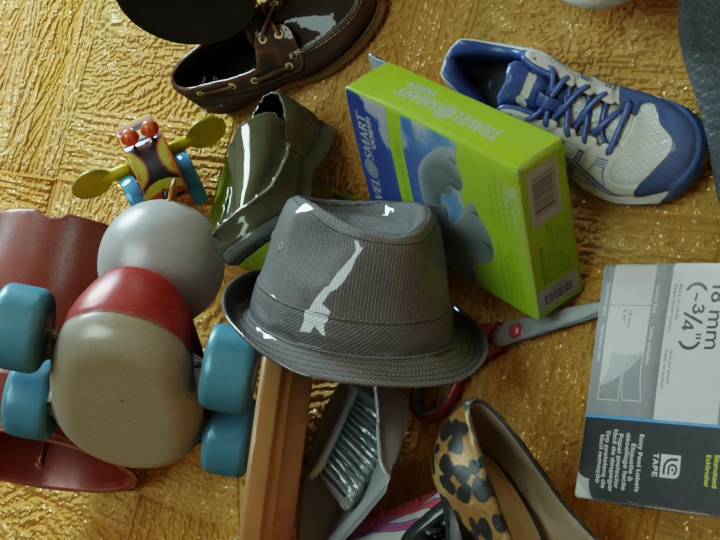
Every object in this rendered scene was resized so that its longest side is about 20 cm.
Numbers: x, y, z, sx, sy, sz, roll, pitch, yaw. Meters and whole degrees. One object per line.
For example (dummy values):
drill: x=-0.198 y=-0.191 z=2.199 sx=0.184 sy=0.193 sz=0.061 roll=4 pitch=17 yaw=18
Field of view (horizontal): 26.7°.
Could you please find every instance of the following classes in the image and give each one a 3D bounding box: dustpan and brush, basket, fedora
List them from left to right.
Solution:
basket: x=-0.129 y=-0.292 z=1.222 sx=0.181 sy=0.136 sz=0.200 roll=97 pitch=179 yaw=-56
dustpan and brush: x=-0.005 y=0.095 z=1.069 sx=0.140 sy=0.057 sz=0.200 roll=-55 pitch=10 yaw=46
fedora: x=0.000 y=0.000 z=0.996 sx=0.200 sy=0.176 sz=0.091 roll=-112 pitch=28 yaw=-73

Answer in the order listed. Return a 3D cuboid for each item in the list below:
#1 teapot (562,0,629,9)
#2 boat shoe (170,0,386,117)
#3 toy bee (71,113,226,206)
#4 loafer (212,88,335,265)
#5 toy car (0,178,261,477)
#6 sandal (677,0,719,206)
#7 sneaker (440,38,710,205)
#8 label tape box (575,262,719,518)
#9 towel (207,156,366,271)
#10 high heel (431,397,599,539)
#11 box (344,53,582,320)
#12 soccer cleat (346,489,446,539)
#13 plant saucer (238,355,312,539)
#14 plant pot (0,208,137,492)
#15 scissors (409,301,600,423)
teapot: x=0.165 y=-0.276 z=0.973 sx=0.146 sy=0.197 sz=0.200 roll=-32 pitch=71 yaw=-11
boat shoe: x=-0.070 y=-0.183 z=1.228 sx=0.200 sy=0.070 sz=0.071 roll=-29 pitch=57 yaw=34
toy bee: x=-0.163 y=-0.089 z=1.247 sx=0.131 sy=0.109 sz=0.200 roll=-38 pitch=40 yaw=-23
loafer: x=-0.076 y=-0.073 z=1.128 sx=0.075 sy=0.070 sz=0.200 roll=-36 pitch=17 yaw=25
toy car: x=-0.153 y=0.026 z=1.125 sx=0.177 sy=0.184 sz=0.200 roll=97 pitch=-175 yaw=-53
sandal: x=0.239 y=-0.117 z=0.927 sx=0.076 sy=0.043 sz=0.201 roll=-12 pitch=79 yaw=50
sneaker: x=0.131 y=-0.099 z=0.988 sx=0.200 sy=0.088 sz=0.075 roll=25 pitch=93 yaw=44
label tape box: x=0.226 y=0.070 z=0.857 sx=0.200 sy=0.063 sz=0.145 roll=0 pitch=78 yaw=45
towel: x=-0.059 y=-0.032 z=1.205 sx=0.200 sy=0.018 sz=0.086 roll=21 pitch=91 yaw=46
high heel: x=0.124 y=0.159 z=0.877 sx=0.200 sy=0.071 sz=0.143 roll=17 pitch=124 yaw=37
box: x=0.062 y=-0.062 z=1.028 sx=0.200 sy=0.048 sz=0.122 roll=32 pitch=145 yaw=45
soccer cleat: x=0.029 y=0.182 z=1.019 sx=0.200 sy=0.068 sz=0.073 roll=-48 pitch=41 yaw=24
plant saucer: x=-0.058 y=0.125 z=1.070 sx=0.200 sy=0.037 sz=0.201 roll=-173 pitch=90 yaw=-88
plant pot: x=-0.265 y=0.065 z=1.267 sx=0.200 sy=0.201 sz=0.196 roll=-10 pitch=62 yaw=42
scissors: x=0.096 y=0.038 z=1.031 sx=0.200 sy=0.014 sz=0.073 roll=-36 pitch=53 yaw=34
